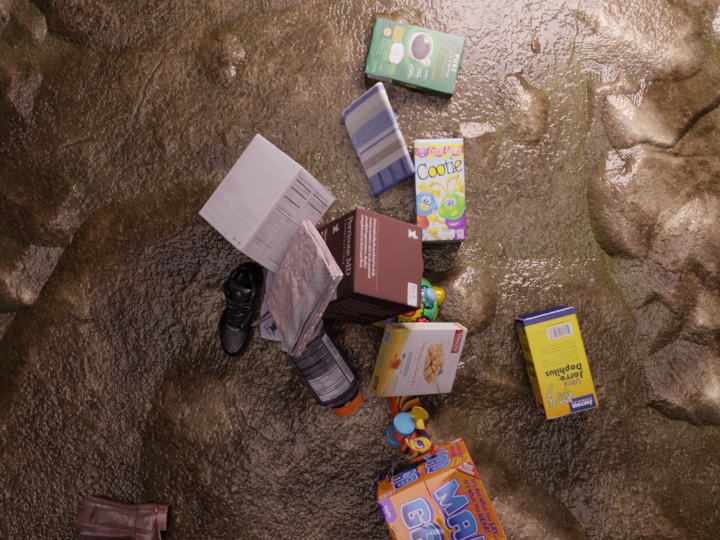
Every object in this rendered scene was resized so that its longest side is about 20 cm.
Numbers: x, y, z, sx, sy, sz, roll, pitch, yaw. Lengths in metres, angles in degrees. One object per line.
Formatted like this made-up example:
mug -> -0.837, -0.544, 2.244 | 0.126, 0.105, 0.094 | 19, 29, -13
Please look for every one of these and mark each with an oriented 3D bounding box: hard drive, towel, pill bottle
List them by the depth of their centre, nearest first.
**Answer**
towel -> -0.117, 0.033, 1.491 | 0.032, 0.192, 0.202 | 14, 116, -33
pill bottle -> -0.071, 0.203, 1.571 | 0.105, 0.106, 0.202 | -31, 112, 1
towel -> 0.037, -0.269, 1.591 | 0.024, 0.146, 0.203 | -19, 86, -37
hard drive -> -0.140, 0.051, 1.629 | 0.132, 0.042, 0.204 | 8, 89, 3

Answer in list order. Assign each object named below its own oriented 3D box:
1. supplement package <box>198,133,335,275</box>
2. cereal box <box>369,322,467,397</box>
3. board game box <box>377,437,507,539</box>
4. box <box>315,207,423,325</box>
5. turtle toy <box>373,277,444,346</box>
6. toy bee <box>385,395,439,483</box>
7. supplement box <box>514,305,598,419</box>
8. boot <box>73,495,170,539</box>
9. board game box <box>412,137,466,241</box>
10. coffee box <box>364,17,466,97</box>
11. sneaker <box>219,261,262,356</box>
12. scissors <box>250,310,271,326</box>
supplement package -> -0.187, -0.131, 1.558 | 0.151, 0.150, 0.201 | 38, 91, 33
cereal box -> 0.119, 0.177, 1.541 | 0.197, 0.039, 0.147 | 2, 108, -37
board game box -> 0.161, 0.482, 1.523 | 0.197, 0.200, 0.203 | -25, 88, 2
box -> 0.000, 0.000, 1.504 | 0.162, 0.199, 0.169 | 14, 68, -32
turtle toy -> 0.092, 0.098, 1.586 | 0.143, 0.101, 0.204 | 14, 89, 3
toy bee -> 0.105, 0.338, 1.571 | 0.107, 0.131, 0.204 | 13, 72, -12
supplement box -> 0.395, 0.183, 1.565 | 0.107, 0.109, 0.204 | -14, 88, 2
boot -> -0.507, 0.578, 1.623 | 0.196, 0.064, 0.190 | 4, 76, 0
board game box -> 0.162, -0.161, 1.588 | 0.101, 0.105, 0.205 | -2, 89, 2
coffee box -> 0.114, -0.449, 1.628 | 0.196, 0.044, 0.126 | 13, 90, 4
sneaker -> -0.258, 0.081, 1.601 | 0.075, 0.114, 0.203 | 16, 91, 5
scissors -> -0.146, 0.051, 1.603 | 0.197, 0.014, 0.074 | -20, 89, 3
